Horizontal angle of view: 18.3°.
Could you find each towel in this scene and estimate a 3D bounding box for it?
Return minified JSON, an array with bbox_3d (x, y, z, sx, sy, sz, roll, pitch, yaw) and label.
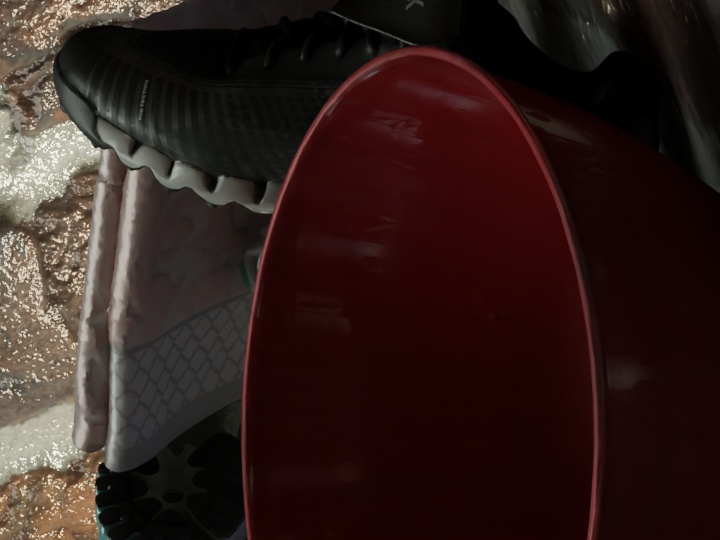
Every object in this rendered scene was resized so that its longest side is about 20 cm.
[{"bbox_3d":[-0.027,-0.037,0.856,0.032,0.200,0.192,30,128,26],"label":"towel"}]

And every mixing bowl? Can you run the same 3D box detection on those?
[{"bbox_3d":[0.054,0.043,0.600,0.200,0.108,0.201,-4,86,64],"label":"mixing bowl"}]

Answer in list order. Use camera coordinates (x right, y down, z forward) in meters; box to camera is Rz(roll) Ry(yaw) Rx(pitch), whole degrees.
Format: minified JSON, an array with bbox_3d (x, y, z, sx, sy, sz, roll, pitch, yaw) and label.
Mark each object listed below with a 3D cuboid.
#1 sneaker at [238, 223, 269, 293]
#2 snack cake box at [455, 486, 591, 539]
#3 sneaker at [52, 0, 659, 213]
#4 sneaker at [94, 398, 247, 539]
[{"bbox_3d":[0.000,0.000,0.837,0.200,0.088,0.076,72,-166,-82],"label":"sneaker"},{"bbox_3d":[0.082,0.076,0.775,0.200,0.115,0.067,-114,1,-79],"label":"snack cake box"},{"bbox_3d":[0.004,-0.058,0.696,0.067,0.199,0.091,-65,-10,-58],"label":"sneaker"},{"bbox_3d":[-0.076,0.081,0.925,0.200,0.077,0.087,-83,-4,-56],"label":"sneaker"}]
